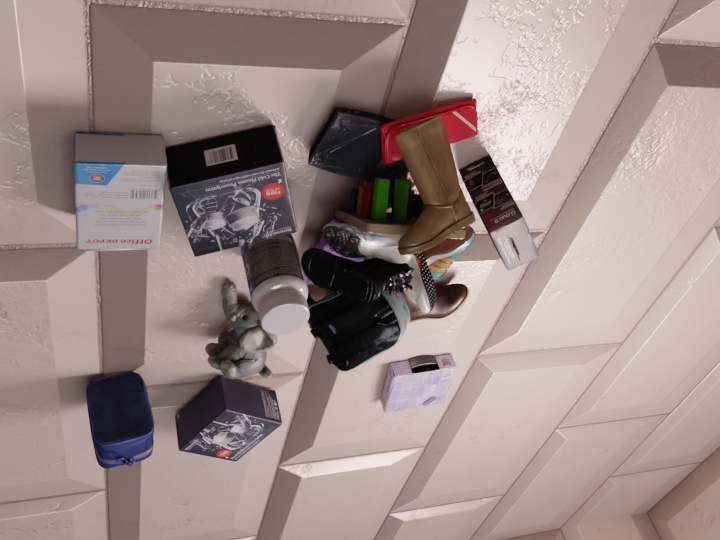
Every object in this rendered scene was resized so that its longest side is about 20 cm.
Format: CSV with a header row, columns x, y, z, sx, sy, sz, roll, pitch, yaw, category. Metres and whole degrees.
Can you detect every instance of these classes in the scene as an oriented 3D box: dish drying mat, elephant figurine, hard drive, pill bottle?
x,y,z,sx,sy,sz,roll,pitch,yaw,category
0.128,-0.255,1.381,0.199,0.018,0.077,-20,127,-20,dish drying mat
-0.246,0.133,1.664,0.155,0.141,0.201,-10,134,-60,elephant figurine
0.012,-0.228,1.392,0.199,0.042,0.135,9,134,-33,hard drive
-0.166,0.019,1.488,0.113,0.201,0.114,-11,141,-9,pill bottle

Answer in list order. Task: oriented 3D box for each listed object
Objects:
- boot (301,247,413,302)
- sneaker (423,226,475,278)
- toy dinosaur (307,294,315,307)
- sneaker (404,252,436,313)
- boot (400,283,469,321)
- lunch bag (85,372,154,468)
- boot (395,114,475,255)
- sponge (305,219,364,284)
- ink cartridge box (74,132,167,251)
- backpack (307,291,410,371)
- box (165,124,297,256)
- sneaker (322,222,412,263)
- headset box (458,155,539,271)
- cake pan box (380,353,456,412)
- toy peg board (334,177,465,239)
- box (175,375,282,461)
x,y,z,sx,sy,sz,roll,pitch,yaw,category
0.000,-0.001,1.535,0.162,0.198,0.074,-22,130,-56,boot
0.178,-0.035,1.678,0.199,0.072,0.080,-30,142,26,sneaker
-0.143,0.068,1.685,0.088,0.048,0.200,-34,143,8,toy dinosaur
0.094,0.003,1.627,0.093,0.070,0.201,-17,104,25,sneaker
0.141,0.067,1.763,0.199,0.073,0.166,-25,152,19,boot
-0.547,0.353,1.733,0.135,0.201,0.133,-8,144,-21,lunch bag
0.104,-0.148,1.331,0.175,0.066,0.201,-30,105,-27,boot
-0.043,-0.036,1.588,0.111,0.030,0.200,2,146,-28,sponge
-0.414,-0.131,1.299,0.144,0.085,0.201,-1,137,-21,ink cartridge box
0.009,0.103,1.654,0.200,0.176,0.153,-30,-178,33,backpack
-0.226,-0.140,1.351,0.199,0.104,0.183,-14,143,-6,box
0.013,-0.064,1.490,0.199,0.073,0.072,12,141,-27,sneaker
0.282,-0.108,1.523,0.075,0.201,0.149,-26,142,10,headset box
0.158,0.313,2.098,0.183,0.052,0.201,-9,141,-15,cake pan box
0.076,-0.130,1.455,0.199,0.199,0.098,3,101,-20,toy peg board
-0.335,0.379,1.917,0.182,0.104,0.200,25,124,-40,box
